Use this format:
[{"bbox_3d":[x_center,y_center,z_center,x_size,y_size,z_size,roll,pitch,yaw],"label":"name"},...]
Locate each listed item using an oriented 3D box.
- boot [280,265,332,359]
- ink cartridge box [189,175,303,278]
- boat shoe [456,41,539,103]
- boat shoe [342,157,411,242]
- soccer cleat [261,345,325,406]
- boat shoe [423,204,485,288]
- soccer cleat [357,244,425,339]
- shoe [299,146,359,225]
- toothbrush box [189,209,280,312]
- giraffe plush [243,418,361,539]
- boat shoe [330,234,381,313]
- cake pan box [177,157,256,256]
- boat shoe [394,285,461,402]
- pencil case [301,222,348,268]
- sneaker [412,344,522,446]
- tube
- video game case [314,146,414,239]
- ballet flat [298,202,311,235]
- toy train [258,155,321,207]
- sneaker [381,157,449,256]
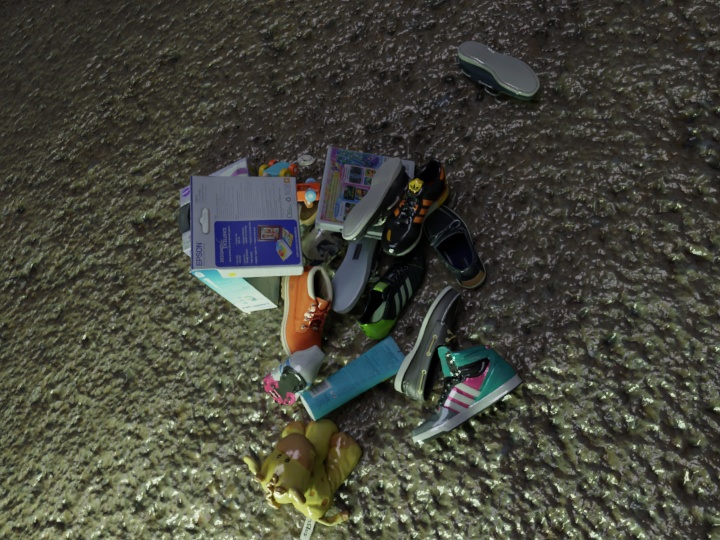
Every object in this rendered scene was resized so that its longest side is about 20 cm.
[{"bbox_3d":[-0.094,0.088,1.242,0.107,0.074,0.203,-9,85,51],"label":"boot"},{"bbox_3d":[-0.209,-0.082,1.233,0.197,0.047,0.200,-2,64,-11],"label":"ink cartridge box"},{"bbox_3d":[0.273,-0.390,1.353,0.199,0.062,0.075,35,67,27],"label":"boat shoe"},{"bbox_3d":[0.034,-0.121,1.248,0.073,0.060,0.201,-7,44,45],"label":"boat shoe"},{"bbox_3d":[-0.116,0.189,1.212,0.070,0.200,0.086,47,60,-2],"label":"soccer cleat"},{"bbox_3d":[0.167,-0.056,1.236,0.074,0.062,0.201,-31,53,10],"label":"boat shoe"},{"bbox_3d":[0.059,0.031,1.233,0.067,0.081,0.202,19,74,33],"label":"soccer cleat"},{"bbox_3d":[-0.051,-0.166,1.393,0.070,0.053,0.201,15,64,52],"label":"shoe"},{"bbox_3d":[-0.241,-0.025,1.342,0.084,0.200,0.148,-9,60,20],"label":"toothbrush box"},{"bbox_3d":[-0.107,0.331,1.111,0.170,0.162,0.202,-8,61,23],"label":"giraffe plush"},{"bbox_3d":[-0.002,0.000,1.289,0.073,0.068,0.201,-3,57,28],"label":"boat shoe"},{"bbox_3d":[-0.322,-0.140,1.535,0.198,0.052,0.186,-22,55,16],"label":"cake pan box"},{"bbox_3d":[0.130,0.126,1.158,0.060,0.072,0.203,24,84,30],"label":"boat shoe"},{"bbox_3d":[-0.068,-0.056,1.347,0.200,0.089,0.078,-47,26,-3],"label":"pencil case"},{"bbox_3d":[0.147,0.185,1.089,0.199,0.084,0.122,-33,76,-1],"label":"sneaker"},{"bbox_3d":[-0.010,0.190,1.189,0.198,0.051,0.078,-30,58,-14],"label":"tube"},{"bbox_3d":[0.013,-0.151,1.316,0.179,0.024,0.202,9,55,-3],"label":"video game case"},{"bbox_3d":[-0.154,-0.123,1.432,0.199,0.064,0.068,27,76,34],"label":"ballet flat"},{"bbox_3d":[-0.142,-0.175,1.398,0.148,0.056,0.201,-6,30,-5],"label":"toy train"},{"bbox_3d":[0.093,-0.121,1.225,0.069,0.090,0.201,22,61,27],"label":"sneaker"}]
